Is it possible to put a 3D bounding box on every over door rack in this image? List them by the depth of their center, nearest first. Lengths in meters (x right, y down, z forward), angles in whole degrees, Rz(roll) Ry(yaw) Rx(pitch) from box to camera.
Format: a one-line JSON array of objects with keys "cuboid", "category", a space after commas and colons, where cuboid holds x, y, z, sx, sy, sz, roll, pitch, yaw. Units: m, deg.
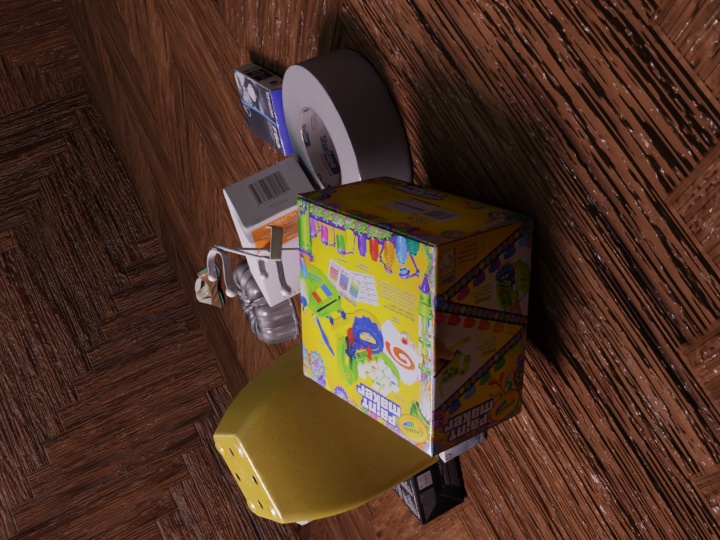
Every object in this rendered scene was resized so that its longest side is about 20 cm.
[{"cuboid": [-0.074, -0.006, 0.924, 0.199, 0.146, 0.068, -11, 82, 59], "category": "over door rack"}]

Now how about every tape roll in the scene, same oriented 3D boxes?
[{"cuboid": [-0.019, -0.148, 0.945, 0.201, 0.066, 0.201, 55, 159, 33], "category": "tape roll"}]

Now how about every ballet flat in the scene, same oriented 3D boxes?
[{"cuboid": [-0.427, 0.051, 2.295, 0.068, 0.072, 0.201, 57, 159, 25], "category": "ballet flat"}]

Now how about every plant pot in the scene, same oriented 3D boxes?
[{"cuboid": [-0.063, 0.201, 1.013, 0.197, 0.199, 0.194, 62, 153, -3], "category": "plant pot"}]

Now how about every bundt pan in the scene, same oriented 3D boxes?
[{"cuboid": [-0.203, 0.061, 1.686, 0.203, 0.075, 0.203, 55, 159, 34], "category": "bundt pan"}]

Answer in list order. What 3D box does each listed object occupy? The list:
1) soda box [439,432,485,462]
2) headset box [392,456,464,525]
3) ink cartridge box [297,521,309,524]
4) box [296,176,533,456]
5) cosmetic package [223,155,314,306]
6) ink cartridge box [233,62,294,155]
[{"cuboid": [0.099, 0.124, 0.942, 0.068, 0.063, 0.202, 46, 153, 47], "category": "soda box"}, {"cuboid": [0.057, 0.237, 1.172, 0.200, 0.074, 0.150, 36, 144, 56], "category": "headset box"}, {"cuboid": [-0.036, 0.290, 1.295, 0.146, 0.198, 0.083, 62, 161, 12], "category": "ink cartridge box"}, {"cuboid": [0.044, 0.031, 0.774, 0.199, 0.121, 0.195, 24, 121, 47], "category": "box"}, {"cuboid": [-0.103, -0.045, 1.068, 0.072, 0.101, 0.201, 58, 168, 27], "category": "cosmetic package"}, {"cuboid": [-0.126, -0.232, 1.186, 0.200, 0.039, 0.100, 38, 146, 54], "category": "ink cartridge box"}]
